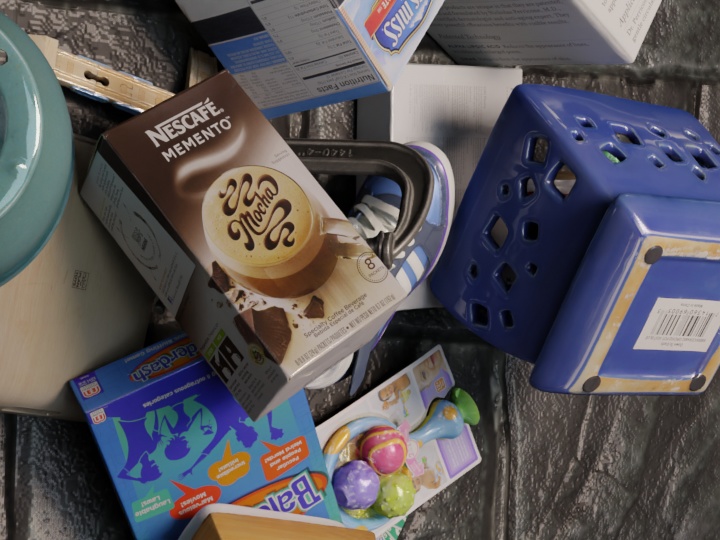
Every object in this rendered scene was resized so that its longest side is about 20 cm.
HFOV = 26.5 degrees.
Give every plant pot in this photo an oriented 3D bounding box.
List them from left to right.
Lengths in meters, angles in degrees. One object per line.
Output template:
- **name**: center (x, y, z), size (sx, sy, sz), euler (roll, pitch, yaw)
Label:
- **plant pot**: center (-0.257, -0.078, 0.888), size (0.198, 0.188, 0.202), euler (1, 88, -16)
- **plant pot**: center (0.200, -0.011, 1.200), size (0.198, 0.180, 0.201), euler (4, 121, -32)

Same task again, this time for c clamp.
- **c clamp**: center (-0.044, -0.034, 1.126), size (0.027, 0.198, 0.172), euler (81, 8, -48)

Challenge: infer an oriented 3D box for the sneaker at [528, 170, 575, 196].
- **sneaker**: center (0.186, -0.027, 1.351), size (0.200, 0.071, 0.114), euler (8, 91, -61)

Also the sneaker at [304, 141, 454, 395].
- **sneaker**: center (0.000, 0.000, 1.155), size (0.201, 0.080, 0.146), euler (-63, 169, 14)

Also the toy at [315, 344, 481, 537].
- **toy**: center (0.024, 0.158, 1.244), size (0.199, 0.047, 0.116), euler (-33, 111, -34)

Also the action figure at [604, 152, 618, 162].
- **action figure**: center (0.302, -0.082, 1.456), size (0.199, 0.118, 0.055), euler (17, 110, -28)

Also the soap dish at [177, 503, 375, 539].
- **soap dish**: center (-0.090, 0.268, 1.118), size (0.157, 0.081, 0.201), euler (16, 117, -40)

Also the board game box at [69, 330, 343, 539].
- **board game box**: center (-0.106, 0.135, 1.105), size (0.151, 0.045, 0.201), euler (-25, 127, -13)

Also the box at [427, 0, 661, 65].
- **box**: center (0.151, -0.282, 1.239), size (0.131, 0.199, 0.200), euler (39, 71, -37)

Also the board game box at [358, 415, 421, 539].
- **board game box**: center (-0.020, 0.228, 1.262), size (0.095, 0.030, 0.201), euler (39, 72, -35)

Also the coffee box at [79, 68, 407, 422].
- **coffee box**: center (-0.080, -0.019, 1.018), size (0.113, 0.080, 0.200), euler (-34, 80, -33)

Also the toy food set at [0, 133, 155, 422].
- **toy food set**: center (-0.213, 0.003, 1.066), size (0.143, 0.060, 0.202), euler (16, 85, -51)

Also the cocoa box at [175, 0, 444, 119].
- **cocoa box**: center (-0.019, -0.229, 1.121), size (0.132, 0.133, 0.201), euler (54, 48, -30)

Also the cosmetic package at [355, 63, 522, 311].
- **cosmetic package**: center (0.067, -0.071, 1.286), size (0.150, 0.051, 0.202), euler (-3, 96, -38)

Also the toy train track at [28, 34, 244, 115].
- **toy train track**: center (-0.147, -0.126, 1.097), size (0.199, 0.032, 0.116), euler (18, 63, -32)
